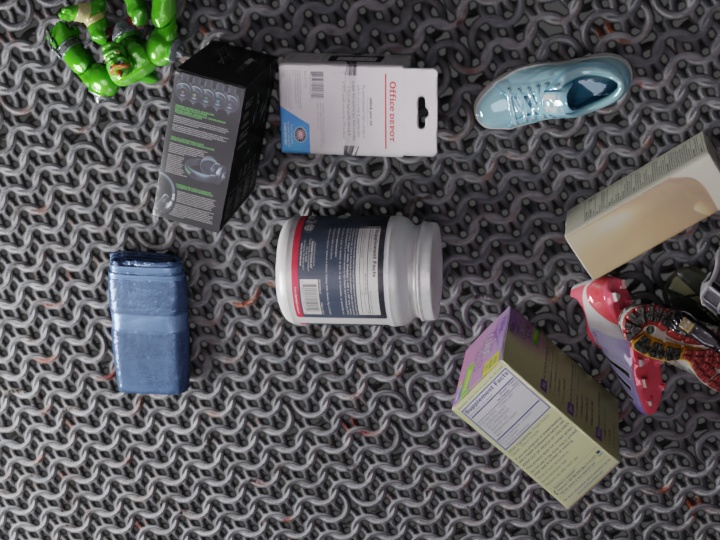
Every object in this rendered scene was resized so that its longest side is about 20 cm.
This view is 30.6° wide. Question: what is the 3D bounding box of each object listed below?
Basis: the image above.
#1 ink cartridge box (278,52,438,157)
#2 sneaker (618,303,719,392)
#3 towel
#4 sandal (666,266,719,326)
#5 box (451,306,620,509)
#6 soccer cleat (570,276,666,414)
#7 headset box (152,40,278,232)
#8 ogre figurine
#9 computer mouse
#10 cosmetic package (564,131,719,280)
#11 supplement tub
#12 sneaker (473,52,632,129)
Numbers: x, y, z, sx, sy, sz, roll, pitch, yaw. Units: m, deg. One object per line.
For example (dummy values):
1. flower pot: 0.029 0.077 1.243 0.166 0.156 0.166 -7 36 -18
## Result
1. ink cartridge box: 0.002 -0.207 1.643 0.198 0.068 0.117 3 112 10
2. sneaker: 0.410 0.088 1.626 0.199 0.082 0.078 27 96 -7
3. towel: -0.289 0.073 1.819 0.110 0.049 0.202 4 111 10
4. sandal: 0.466 0.078 1.673 0.080 0.057 0.202 -33 87 26
5. box: 0.228 0.172 1.686 0.200 0.176 0.097 41 112 -7
6. soccer cleat: 0.336 0.097 1.706 0.076 0.067 0.201 -4 119 44
7. headset box: -0.177 -0.176 1.632 0.092 0.174 0.202 15 114 4
8. ogre figurine: -0.297 -0.295 1.659 0.198 0.098 0.121 -23 87 3
9. computer mouse: 0.446 0.038 1.593 0.109 0.200 0.044 27 136 11
10. cosmetic package: 0.352 -0.079 1.606 0.199 0.105 0.071 -31 103 22
11. supplement tub: 0.000 0.000 1.684 0.198 0.141 0.142 1 111 10
12. sneaker: 0.228 -0.214 1.589 0.198 0.082 0.074 -17 106 17
